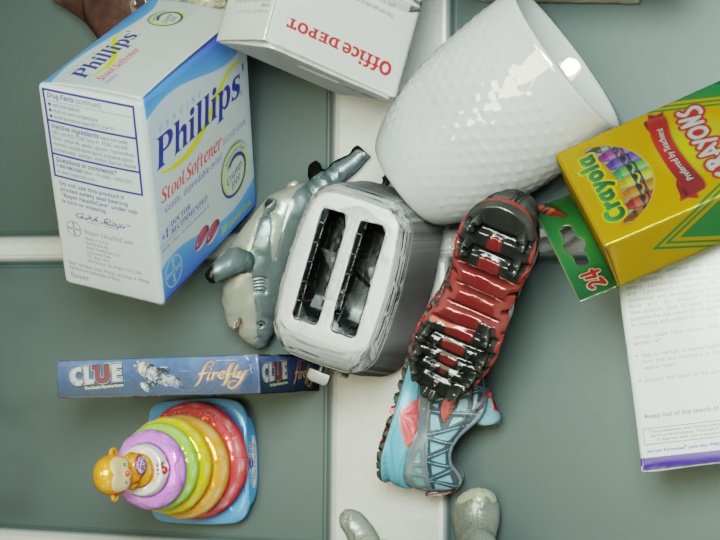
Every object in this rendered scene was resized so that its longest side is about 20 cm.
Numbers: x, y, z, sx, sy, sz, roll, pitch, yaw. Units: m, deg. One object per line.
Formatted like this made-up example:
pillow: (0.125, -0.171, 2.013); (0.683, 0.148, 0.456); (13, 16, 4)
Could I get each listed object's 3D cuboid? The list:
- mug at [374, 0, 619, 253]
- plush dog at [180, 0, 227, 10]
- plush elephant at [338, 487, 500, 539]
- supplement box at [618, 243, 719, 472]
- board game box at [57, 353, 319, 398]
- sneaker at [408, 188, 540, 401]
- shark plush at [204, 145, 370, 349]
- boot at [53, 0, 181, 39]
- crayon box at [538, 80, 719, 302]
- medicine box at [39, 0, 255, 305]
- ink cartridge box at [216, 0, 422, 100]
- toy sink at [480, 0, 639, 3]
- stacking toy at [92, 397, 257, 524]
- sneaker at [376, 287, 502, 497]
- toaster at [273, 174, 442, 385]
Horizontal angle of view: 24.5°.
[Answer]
mug: (0.121, -0.106, 1.403); (0.175, 0.148, 0.200); (-37, 97, 18)
plush dog: (-0.055, -0.293, 1.474); (0.170, 0.160, 0.202); (9, 89, -18)
plush elephant: (0.030, 0.265, 1.372); (0.164, 0.155, 0.201); (-37, 36, 19)
supplement box: (0.272, 0.055, 1.352); (0.102, 0.101, 0.202); (-10, 85, 20)
board game box: (-0.153, 0.095, 1.497); (0.198, 0.135, 0.035); (-3, 87, 20)
sneaker: (0.098, 0.017, 1.364); (0.070, 0.098, 0.202); (25, 121, 7)
shark plush: (-0.062, -0.029, 1.526); (0.083, 0.091, 0.200); (39, 80, -1)
boot: (-0.232, -0.230, 1.588); (0.166, 0.072, 0.201); (25, 96, 29)
crayon box: (0.238, -0.066, 1.302); (0.199, 0.051, 0.127); (-24, 41, 3)
medicine box: (-0.179, -0.106, 1.451); (0.102, 0.182, 0.201); (13, 126, 20)
ink cartridge box: (-0.020, -0.260, 1.384); (0.083, 0.146, 0.202); (11, 83, 52)
toy sink: (0.184, -0.297, 1.396); (0.198, 0.112, 0.132); (4, 89, 24)
stacking toy: (-0.178, 0.173, 1.468); (0.109, 0.200, 0.117); (-3, 86, 21)
sneaker: (0.083, 0.099, 1.449); (0.095, 0.079, 0.202); (18, 100, 6)
toaster: (0.000, 0.000, 1.438); (0.113, 0.129, 0.202); (19, 96, 14)
